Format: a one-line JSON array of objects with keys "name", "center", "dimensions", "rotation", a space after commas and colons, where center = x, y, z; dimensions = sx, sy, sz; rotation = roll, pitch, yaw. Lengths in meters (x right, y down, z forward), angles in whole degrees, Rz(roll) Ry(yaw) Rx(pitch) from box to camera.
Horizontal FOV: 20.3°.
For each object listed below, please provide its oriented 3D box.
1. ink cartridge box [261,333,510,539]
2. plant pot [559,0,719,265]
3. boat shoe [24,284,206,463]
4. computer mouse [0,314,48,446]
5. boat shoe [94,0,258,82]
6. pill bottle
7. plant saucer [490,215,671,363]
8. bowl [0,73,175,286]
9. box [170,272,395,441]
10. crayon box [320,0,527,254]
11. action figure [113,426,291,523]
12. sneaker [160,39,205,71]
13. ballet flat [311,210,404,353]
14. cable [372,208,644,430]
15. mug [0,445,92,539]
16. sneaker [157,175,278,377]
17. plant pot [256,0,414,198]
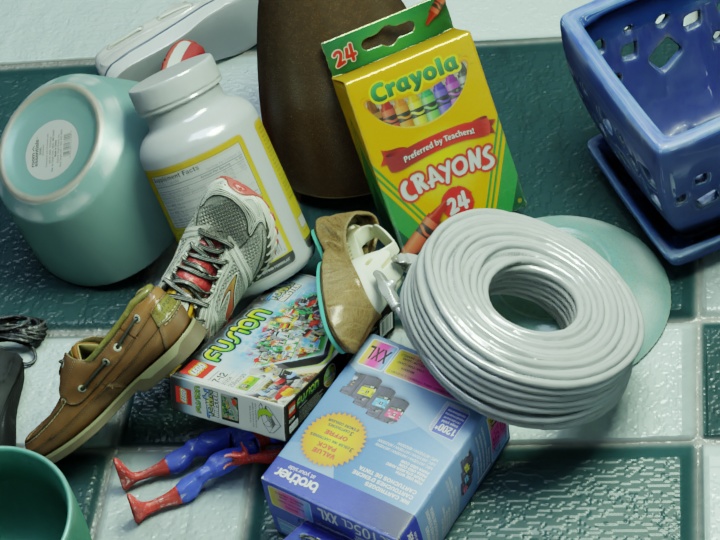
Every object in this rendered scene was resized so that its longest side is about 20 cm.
[{"name": "ink cartridge box", "center": [0.015, 0.162, 1.606], "dimensions": [0.135, 0.077, 0.201], "rotation": [19, 56, 27]}, {"name": "plant pot", "center": [0.303, -0.135, 1.745], "dimensions": [0.198, 0.181, 0.201], "rotation": [-22, 46, -9]}, {"name": "boat shoe", "center": [-0.217, 0.084, 1.672], "dimensions": [0.200, 0.068, 0.072], "rotation": [-40, 13, 19]}, {"name": "computer mouse", "center": [-0.346, 0.109, 1.746], "dimensions": [0.137, 0.053, 0.201], "rotation": [-8, 47, 3]}, {"name": "boat shoe", "center": [-0.175, -0.242, 2.021], "dimensions": [0.199, 0.074, 0.065], "rotation": [-27, 52, -14]}, {"name": "pill bottle", "center": [-0.125, -0.082, 1.759], "dimensions": [0.111, 0.202, 0.112], "rotation": [-22, 14, 6]}, {"name": "plant saucer", "center": [0.167, 0.015, 1.733], "dimensions": [0.199, 0.039, 0.202], "rotation": [-6, 47, 7]}, {"name": "bowl", "center": [-0.253, -0.098, 1.828], "dimensions": [0.199, 0.105, 0.203], "rotation": [-11, 65, 25]}, {"name": "box", "center": [-0.062, 0.068, 1.689], "dimensions": [0.109, 0.035, 0.200], "rotation": [13, 32, 23]}, {"name": "crayon box", "center": [0.056, -0.128, 1.780], "dimensions": [0.126, 0.202, 0.051], "rotation": [-24, 16, -10]}, {"name": "action figure", "center": [-0.103, 0.144, 1.668], "dimensions": [0.198, 0.052, 0.066], "rotation": [-21, 43, -10]}, {"name": "sneaker", "center": [-0.140, -0.131, 1.923], "dimensions": [0.114, 0.079, 0.202], "rotation": [5, 61, 5]}, {"name": "ballet flat", "center": [0.000, 0.000, 1.698], "dimensions": [0.072, 0.068, 0.200], "rotation": [-25, 22, 8]}, {"name": "cable", "center": [0.131, 0.036, 1.614], "dimensions": [0.198, 0.070, 0.201], "rotation": [-5, 48, -27]}, {"name": "mug", "center": [-0.287, 0.244, 1.565], "dimensions": [0.150, 0.115, 0.186], "rotation": [6, 50, 16]}, {"name": "sneaker", "center": [-0.129, 0.012, 1.689], "dimensions": [0.077, 0.201, 0.082], "rotation": [28, 32, 10]}, {"name": "plant pot", "center": [-0.022, -0.203, 1.848], "dimensions": [0.185, 0.201, 0.188], "rotation": [-10, 41, 9]}]
